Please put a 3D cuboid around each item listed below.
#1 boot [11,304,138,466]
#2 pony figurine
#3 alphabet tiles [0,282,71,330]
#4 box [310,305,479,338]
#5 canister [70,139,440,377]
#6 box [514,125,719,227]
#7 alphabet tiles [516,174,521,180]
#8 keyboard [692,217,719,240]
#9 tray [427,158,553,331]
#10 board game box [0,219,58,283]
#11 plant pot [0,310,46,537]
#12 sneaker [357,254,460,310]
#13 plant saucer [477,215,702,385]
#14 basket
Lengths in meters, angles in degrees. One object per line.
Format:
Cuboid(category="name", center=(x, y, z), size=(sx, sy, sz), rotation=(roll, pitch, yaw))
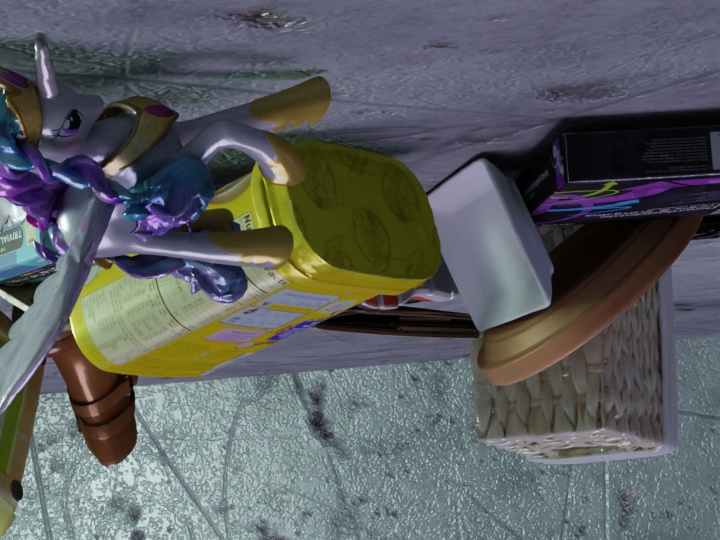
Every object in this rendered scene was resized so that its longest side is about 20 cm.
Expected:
Cuboid(category="boot", center=(-0.208, 0.079, 1.582), size=(0.073, 0.156, 0.200), rotation=(-3, -165, 10))
Cuboid(category="pony figurine", center=(-0.130, -0.033, 1.015), size=(0.199, 0.167, 0.193), rotation=(5, 137, -39))
Cuboid(category="alphabet tiles", center=(-0.168, 0.016, 1.509), size=(0.199, 0.008, 0.167), rotation=(-6, -157, -43))
Cuboid(category="box", center=(-0.028, 0.035, 1.657), size=(0.163, 0.021, 0.199), rotation=(3, -178, -37))
Cuboid(category="canister", center=(-0.071, -0.001, 1.304), size=(0.199, 0.087, 0.148), rotation=(-25, 161, 33))
Cuboid(category="box", center=(0.183, -0.060, 1.331), size=(0.142, 0.036, 0.200), rotation=(-4, 175, -5))
Cuboid(category="alphabet tiles", center=(0.217, -0.073, 1.428), size=(0.198, 0.006, 0.166), rotation=(-2, 174, -19))
Cuboid(category="keyboard", center=(0.299, -0.036, 1.776), size=(0.198, 0.021, 0.127), rotation=(-7, 179, 15))
Cuboid(category="tray", center=(0.091, -0.018, 1.430), size=(0.022, 0.108, 0.200), rotation=(-23, 178, -12))
Cuboid(category="board game box", center=(-0.162, -0.022, 1.441), size=(0.199, 0.047, 0.151), rotation=(-1, 173, -32))
Cuboid(category="plant pot", center=(-0.356, 0.104, 1.550), size=(0.180, 0.200, 0.200), rotation=(-15, 139, 26))
Cuboid(category="sneaker", center=(0.000, 0.000, 1.571), size=(0.081, 0.078, 0.199), rotation=(-11, 166, 36))
Cuboid(category="plant saucer", center=(0.161, 0.006, 1.496), size=(0.200, 0.032, 0.200), rotation=(-39, -171, 7))
Cuboid(category="basket", center=(0.170, 0.050, 1.664), size=(0.135, 0.202, 0.123), rotation=(-8, 168, 32))
